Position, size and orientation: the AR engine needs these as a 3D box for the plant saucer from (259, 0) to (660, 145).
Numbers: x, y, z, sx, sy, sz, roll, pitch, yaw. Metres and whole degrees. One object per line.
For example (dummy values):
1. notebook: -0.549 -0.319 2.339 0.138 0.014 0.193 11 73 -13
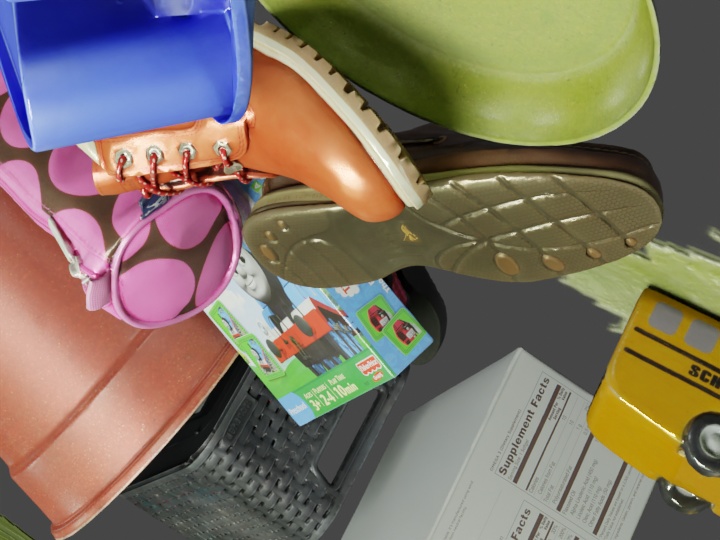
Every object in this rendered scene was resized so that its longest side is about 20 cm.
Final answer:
1. plant saucer: 0.030 -0.125 0.651 0.198 0.031 0.201 26 155 13

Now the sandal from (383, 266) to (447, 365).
1. sandal: 0.000 0.000 0.914 0.074 0.045 0.201 20 154 22

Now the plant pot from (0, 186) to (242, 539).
1. plant pot: -0.193 0.025 1.028 0.195 0.201 0.200 42 155 -9

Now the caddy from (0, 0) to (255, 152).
1. caddy: -0.091 -0.137 0.598 0.142 0.104 0.201 91 159 -47

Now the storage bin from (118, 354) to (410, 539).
1. storage bin: -0.067 0.103 1.080 0.093 0.136 0.200 34 156 -11

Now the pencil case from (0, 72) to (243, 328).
1. pencil case: -0.150 -0.053 0.843 0.199 0.093 0.091 37 147 36

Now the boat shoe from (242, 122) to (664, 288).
1. boat shoe: 0.042 -0.040 0.766 0.198 0.068 0.072 -3 141 24

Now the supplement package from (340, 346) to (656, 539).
1. supplement package: 0.071 0.159 1.009 0.110 0.157 0.200 32 157 -8

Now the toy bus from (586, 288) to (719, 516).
1. toy bus: 0.209 0.092 0.811 0.198 0.079 0.065 26 156 9

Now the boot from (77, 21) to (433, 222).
1. boot: -0.061 -0.060 0.732 0.199 0.108 0.075 35 174 27

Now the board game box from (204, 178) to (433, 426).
1. board game box: -0.062 -0.013 0.907 0.201 0.037 0.151 51 155 -2
